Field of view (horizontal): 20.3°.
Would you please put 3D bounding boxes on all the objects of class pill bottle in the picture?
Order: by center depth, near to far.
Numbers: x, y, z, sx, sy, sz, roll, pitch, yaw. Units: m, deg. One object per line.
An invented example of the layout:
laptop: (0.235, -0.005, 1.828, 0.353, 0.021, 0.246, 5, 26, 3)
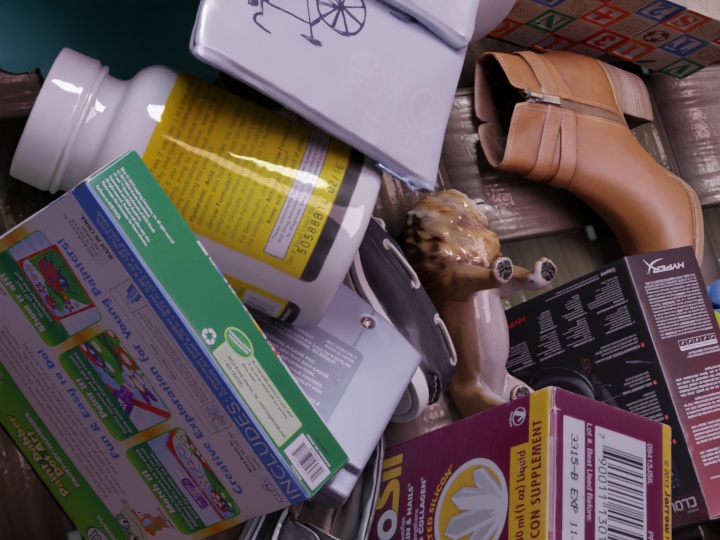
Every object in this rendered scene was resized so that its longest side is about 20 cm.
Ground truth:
pill bottle: (-0.097, -0.053, 1.169, 0.200, 0.111, 0.111, 23, 56, -7)

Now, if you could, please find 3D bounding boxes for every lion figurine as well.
lion figurine: (0.080, 0.044, 1.341, 0.072, 0.122, 0.200, -5, 92, -35)

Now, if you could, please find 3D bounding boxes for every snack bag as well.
snack bag: (-0.004, -0.168, 1.141, 0.188, 0.021, 0.200, 29, 66, -33)

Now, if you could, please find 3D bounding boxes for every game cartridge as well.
game cartridge: (-0.069, 0.042, 1.209, 0.200, 0.040, 0.133, 31, 56, 0)

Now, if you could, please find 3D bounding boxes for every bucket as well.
bucket: (-0.150, -0.210, 1.179, 0.207, 0.207, 0.135, 32, 53, -26)

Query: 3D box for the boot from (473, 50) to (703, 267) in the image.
boot: (0.164, -0.072, 1.459, 0.155, 0.077, 0.200, 5, 67, -40)

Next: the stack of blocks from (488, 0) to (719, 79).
stack of blocks: (0.192, -0.204, 1.513, 0.200, 0.115, 0.059, 13, 65, -37)

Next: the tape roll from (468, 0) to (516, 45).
tape roll: (-0.007, -0.221, 1.296, 0.139, 0.203, 0.203, -26, 90, -43)

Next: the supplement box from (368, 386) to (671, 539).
supplement box: (0.085, 0.163, 1.214, 0.103, 0.200, 0.131, 19, 61, -32)

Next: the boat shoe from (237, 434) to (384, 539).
boat shoe: (-0.034, 0.169, 1.201, 0.072, 0.071, 0.200, 29, 56, -28)

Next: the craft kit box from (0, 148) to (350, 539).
craft kit box: (-0.129, 0.057, 1.084, 0.200, 0.197, 0.049, 56, 45, -8)

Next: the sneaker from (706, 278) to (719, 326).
sneaker: (0.287, 0.100, 1.507, 0.083, 0.071, 0.200, 17, 63, -50)

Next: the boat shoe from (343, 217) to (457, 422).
boat shoe: (0.000, 0.000, 1.298, 0.060, 0.074, 0.200, -38, 101, -42)

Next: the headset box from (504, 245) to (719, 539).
headset box: (0.181, 0.102, 1.355, 0.075, 0.149, 0.200, -9, 77, -41)
